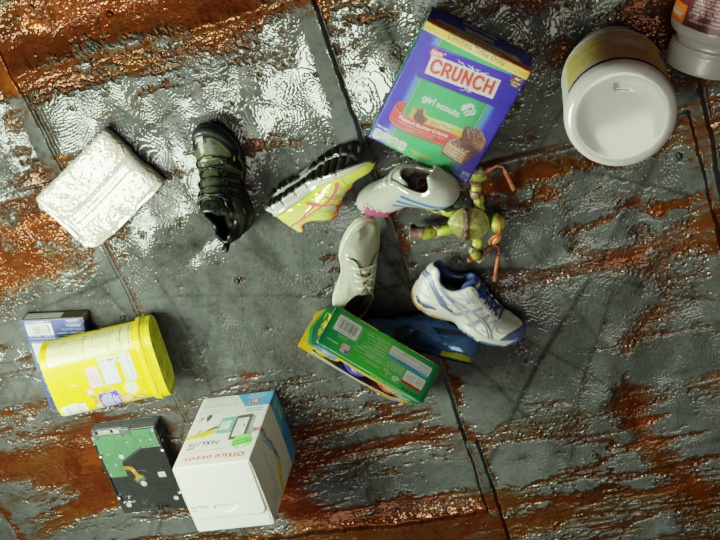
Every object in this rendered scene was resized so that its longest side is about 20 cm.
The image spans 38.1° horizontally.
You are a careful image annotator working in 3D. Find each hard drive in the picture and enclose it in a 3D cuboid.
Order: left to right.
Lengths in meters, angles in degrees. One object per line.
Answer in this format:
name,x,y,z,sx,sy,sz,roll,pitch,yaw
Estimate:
hard drive,-0.419,0.373,1.991,0.139,0.038,0.201,-9,118,14

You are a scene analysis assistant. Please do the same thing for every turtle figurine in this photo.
turtle figurine,0.158,-0.068,1.627,0.160,0.064,0.201,3,120,8

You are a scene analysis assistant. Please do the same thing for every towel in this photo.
towel,-0.430,-0.130,1.708,0.132,0.035,0.200,43,117,-16

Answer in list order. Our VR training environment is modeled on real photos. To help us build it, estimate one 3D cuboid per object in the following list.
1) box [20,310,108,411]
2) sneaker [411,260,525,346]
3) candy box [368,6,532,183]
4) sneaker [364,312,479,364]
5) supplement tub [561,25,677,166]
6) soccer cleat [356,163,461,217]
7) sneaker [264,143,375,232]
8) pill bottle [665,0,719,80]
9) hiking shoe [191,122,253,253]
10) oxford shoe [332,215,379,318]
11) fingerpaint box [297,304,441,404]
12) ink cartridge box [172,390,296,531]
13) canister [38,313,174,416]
box,-0.531,0.166,1.894,0.121,0.032,0.201,-3,117,11
sneaker,0.184,0.053,1.682,0.199,0.075,0.088,22,126,-5
candy box,0.131,-0.253,1.519,0.169,0.077,0.200,25,120,-6
sneaker,0.102,0.098,1.743,0.199,0.066,0.079,13,86,13
supplement tub,0.347,-0.243,1.417,0.145,0.200,0.146,4,121,7
soccer cleat,0.060,-0.129,1.570,0.199,0.070,0.086,-1,147,42
sneaker,-0.050,-0.125,1.631,0.199,0.078,0.090,-26,121,28
pill bottle,0.479,-0.363,1.377,0.114,0.114,0.201,12,120,2
hiking shoe,-0.219,-0.131,1.633,0.075,0.101,0.201,-9,118,14
oxford shoe,0.000,0.000,1.682,0.075,0.058,0.201,-10,131,-28
fingerpaint box,0.010,0.142,1.712,0.200,0.167,0.074,31,78,-10
ink cartridge box,-0.217,0.335,1.841,0.146,0.200,0.147,-9,118,14
canister,-0.444,0.169,1.826,0.199,0.087,0.149,-13,117,1
